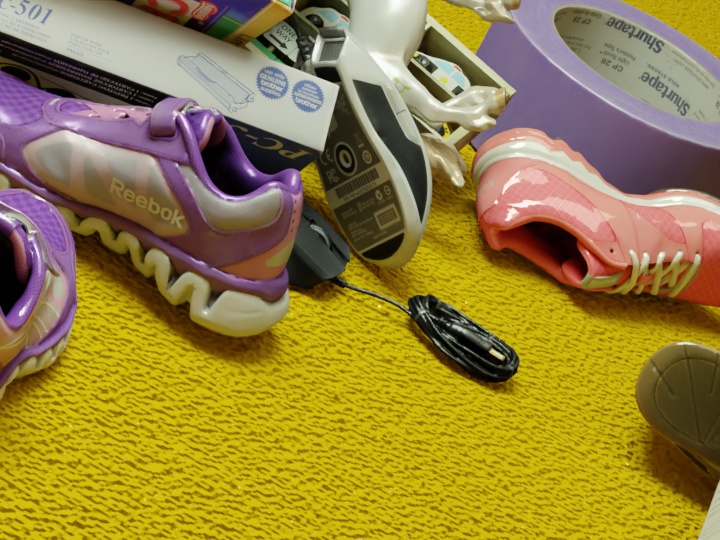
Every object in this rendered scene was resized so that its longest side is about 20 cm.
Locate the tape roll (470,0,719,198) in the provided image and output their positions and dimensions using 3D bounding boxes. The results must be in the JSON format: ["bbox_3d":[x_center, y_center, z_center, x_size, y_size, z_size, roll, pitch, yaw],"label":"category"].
[{"bbox_3d":[0.167,-0.104,1.546,0.200,0.085,0.200,23,28,-13],"label":"tape roll"}]

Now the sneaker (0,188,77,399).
[{"bbox_3d":[-0.164,0.003,1.029,0.080,0.089,0.200,26,25,-1],"label":"sneaker"}]

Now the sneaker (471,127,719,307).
[{"bbox_3d":[0.155,-0.010,1.404,0.200,0.074,0.087,20,41,-8],"label":"sneaker"}]

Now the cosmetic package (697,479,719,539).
[{"bbox_3d":[0.255,0.083,1.179,0.113,0.081,0.200,28,66,-3],"label":"cosmetic package"}]

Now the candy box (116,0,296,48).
[{"bbox_3d":[-0.153,-0.177,1.243,0.200,0.169,0.077,23,62,-26],"label":"candy box"}]

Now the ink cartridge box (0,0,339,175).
[{"bbox_3d":[-0.122,-0.101,1.244,0.200,0.094,0.044,20,69,-18],"label":"ink cartridge box"}]

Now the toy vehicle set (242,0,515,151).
[{"bbox_3d":[-0.017,-0.137,1.411,0.200,0.027,0.124,41,49,7],"label":"toy vehicle set"}]

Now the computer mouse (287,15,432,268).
[{"bbox_3d":[-0.007,-0.098,1.298,0.044,0.110,0.200,-23,90,-36],"label":"computer mouse"}]

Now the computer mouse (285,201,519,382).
[{"bbox_3d":[0.000,0.000,1.254,0.200,0.034,0.059,28,25,-2],"label":"computer mouse"}]

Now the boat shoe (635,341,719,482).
[{"bbox_3d":[0.237,0.104,1.259,0.200,0.074,0.066,38,2,3],"label":"boat shoe"}]

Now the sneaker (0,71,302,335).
[{"bbox_3d":[-0.110,-0.055,1.168,0.200,0.089,0.080,31,28,8],"label":"sneaker"}]

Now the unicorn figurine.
[{"bbox_3d":[0.024,-0.151,1.364,0.137,0.074,0.200,6,60,7],"label":"unicorn figurine"}]
